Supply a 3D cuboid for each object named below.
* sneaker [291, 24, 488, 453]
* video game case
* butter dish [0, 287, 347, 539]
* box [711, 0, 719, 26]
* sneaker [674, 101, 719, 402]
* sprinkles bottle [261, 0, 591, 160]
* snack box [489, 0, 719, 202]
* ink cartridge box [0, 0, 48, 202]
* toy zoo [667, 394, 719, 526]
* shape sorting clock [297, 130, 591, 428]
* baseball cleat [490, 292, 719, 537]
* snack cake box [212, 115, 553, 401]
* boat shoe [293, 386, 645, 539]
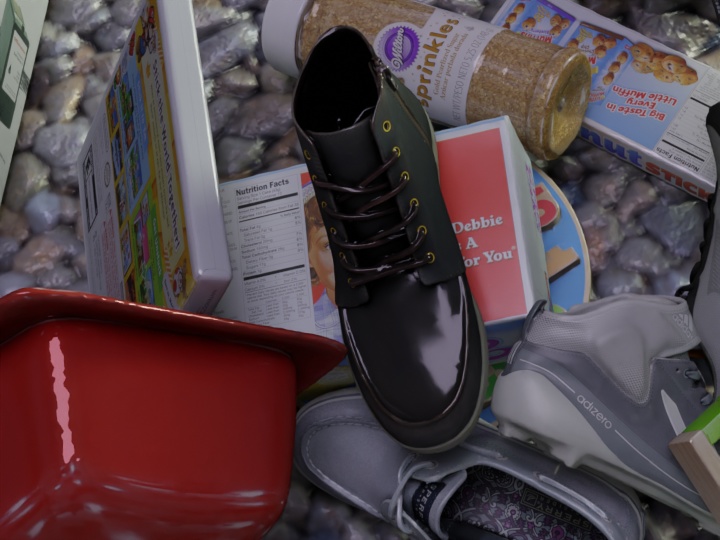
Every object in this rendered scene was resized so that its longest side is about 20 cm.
[{"bbox_3d":[0.007,-0.014,0.778,0.074,0.106,0.201,-17,68,12],"label":"sneaker"},{"bbox_3d":[-0.120,-0.033,0.887,0.023,0.182,0.201,4,57,-24],"label":"video game case"},{"bbox_3d":[-0.122,0.111,0.767,0.200,0.199,0.149,-35,56,40],"label":"butter dish"},{"bbox_3d":[0.255,-0.122,0.831,0.047,0.201,0.193,-4,29,42],"label":"box"},{"bbox_3d":[0.205,0.002,0.864,0.079,0.074,0.202,-8,73,15],"label":"sneaker"},{"bbox_3d":[0.038,-0.126,0.955,0.199,0.068,0.068,21,68,26],"label":"sprinkles bottle"},{"bbox_3d":[0.164,-0.106,0.962,0.199,0.024,0.072,30,73,21],"label":"snack box"},{"bbox_3d":[-0.293,-0.125,1.009,0.145,0.084,0.201,1,63,9],"label":"ink cartridge box"},{"bbox_3d":[0.257,0.083,0.801,0.200,0.020,0.132,-35,94,-27],"label":"toy zoo"},{"bbox_3d":[0.033,0.007,0.918,0.198,0.039,0.201,-4,63,7],"label":"shape sorting clock"},{"bbox_3d":[0.167,0.075,0.799,0.199,0.070,0.107,24,90,-17],"label":"baseball cleat"},{"bbox_3d":[0.000,0.000,0.872,0.199,0.067,0.116,-12,68,14],"label":"snack cake box"},{"bbox_3d":[0.050,0.113,0.832,0.199,0.071,0.071,16,101,14],"label":"boat shoe"}]
